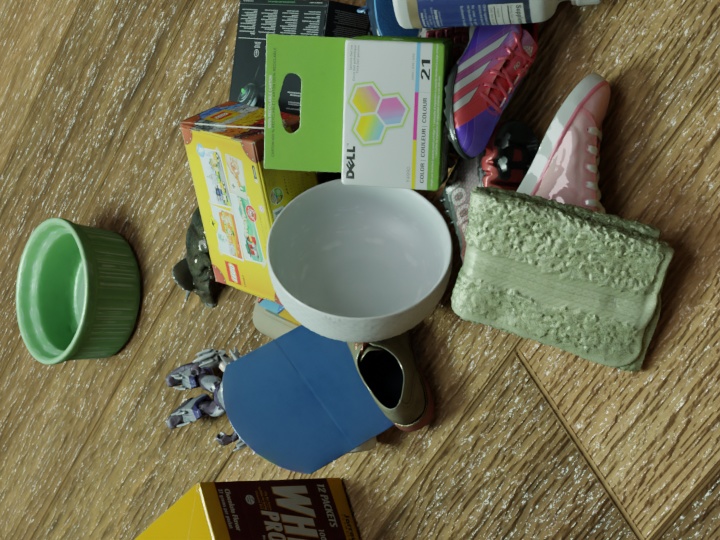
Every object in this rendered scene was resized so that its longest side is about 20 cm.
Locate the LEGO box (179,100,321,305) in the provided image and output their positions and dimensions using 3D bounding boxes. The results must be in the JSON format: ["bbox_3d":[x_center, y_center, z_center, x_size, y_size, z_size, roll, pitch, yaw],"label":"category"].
[{"bbox_3d":[-0.115,-0.076,1.771,0.148,0.077,0.202,18,126,48],"label":"LEGO box"}]

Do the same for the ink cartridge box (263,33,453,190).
[{"bbox_3d":[-0.009,-0.163,1.598,0.197,0.076,0.150,4,101,10],"label":"ink cartridge box"}]

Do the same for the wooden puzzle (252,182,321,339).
[{"bbox_3d":[-0.059,-0.001,1.839,0.184,0.037,0.203,21,103,49],"label":"wooden puzzle"}]

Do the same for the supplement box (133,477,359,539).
[{"bbox_3d":[-0.132,0.338,1.771,0.197,0.198,0.134,-43,56,39],"label":"supplement box"}]

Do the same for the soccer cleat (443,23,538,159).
[{"bbox_3d":[0.137,-0.203,1.559,0.072,0.068,0.202,-2,58,34],"label":"soccer cleat"}]

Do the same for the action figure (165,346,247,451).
[{"bbox_3d":[-0.175,0.157,1.934,0.199,0.069,0.132,-7,99,58],"label":"action figure"}]

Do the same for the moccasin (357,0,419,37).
[{"bbox_3d":[0.038,-0.323,1.732,0.068,0.080,0.202,140,141,-57],"label":"moccasin"}]

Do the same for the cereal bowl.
[{"bbox_3d":[0.000,0.000,1.673,0.201,0.198,0.084,55,160,37],"label":"cereal bowl"}]

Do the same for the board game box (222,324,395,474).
[{"bbox_3d":[-0.053,0.143,1.721,0.158,0.199,0.039,51,153,23],"label":"board game box"}]

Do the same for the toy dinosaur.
[{"bbox_3d":[-0.187,-0.042,1.968,0.102,0.076,0.203,23,108,41],"label":"toy dinosaur"}]

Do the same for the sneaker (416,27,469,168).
[{"bbox_3d":[0.072,-0.210,1.666,0.074,0.080,0.203,23,105,50],"label":"sneaker"}]

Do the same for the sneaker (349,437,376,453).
[{"bbox_3d":[-0.053,0.146,1.784,0.199,0.072,0.086,22,114,50],"label":"sneaker"}]

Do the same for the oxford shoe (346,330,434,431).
[{"bbox_3d":[0.018,0.076,1.696,0.070,0.075,0.201,-35,62,10],"label":"oxford shoe"}]

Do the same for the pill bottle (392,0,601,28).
[{"bbox_3d":[0.132,-0.294,1.516,0.197,0.111,0.113,-2,84,10],"label":"pill bottle"}]

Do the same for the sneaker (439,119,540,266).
[{"bbox_3d":[0.126,-0.050,1.595,0.097,0.070,0.203,3,87,50],"label":"sneaker"}]

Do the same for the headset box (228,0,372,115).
[{"bbox_3d":[-0.068,-0.208,1.824,0.173,0.092,0.203,11,96,50],"label":"headset box"}]

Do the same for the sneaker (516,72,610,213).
[{"bbox_3d":[0.211,-0.080,1.502,0.104,0.075,0.202,30,94,18],"label":"sneaker"}]

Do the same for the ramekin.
[{"bbox_3d":[-0.391,0.031,2.188,0.199,0.097,0.203,-5,83,49],"label":"ramekin"}]

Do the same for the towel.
[{"bbox_3d":[0.184,0.007,1.461,0.198,0.036,0.150,18,119,18],"label":"towel"}]
